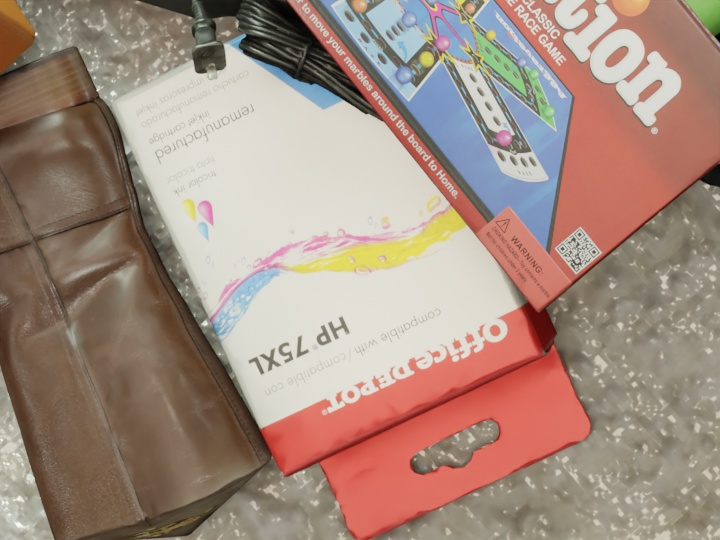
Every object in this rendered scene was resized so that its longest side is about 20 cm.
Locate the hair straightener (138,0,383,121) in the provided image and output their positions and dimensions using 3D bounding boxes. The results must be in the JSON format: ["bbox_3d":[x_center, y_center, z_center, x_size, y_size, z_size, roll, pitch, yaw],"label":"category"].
[{"bbox_3d":[-0.040,-0.087,0.808,0.199,0.077,0.041,26,140,-5],"label":"hair straightener"}]

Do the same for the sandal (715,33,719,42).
[{"bbox_3d":[0.179,-0.141,0.839,0.054,0.082,0.202,17,90,-13],"label":"sandal"}]

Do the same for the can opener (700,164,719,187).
[{"bbox_3d":[0.203,-0.031,0.807,0.199,0.079,0.064,16,120,-29],"label":"can opener"}]

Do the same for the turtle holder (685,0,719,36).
[{"bbox_3d":[0.094,-0.132,0.814,0.141,0.132,0.186,-39,94,4],"label":"turtle holder"}]

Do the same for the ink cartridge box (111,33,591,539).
[{"bbox_3d":[0.000,0.000,0.874,0.116,0.067,0.201,-26,89,9],"label":"ink cartridge box"}]

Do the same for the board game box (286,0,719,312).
[{"bbox_3d":[0.036,-0.096,0.742,0.103,0.019,0.200,-40,86,15],"label":"board game box"}]

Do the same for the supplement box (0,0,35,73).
[{"bbox_3d":[-0.207,-0.150,0.867,0.069,0.066,0.200,-41,64,10],"label":"supplement box"}]

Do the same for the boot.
[{"bbox_3d":[-0.151,0.036,0.906,0.185,0.064,0.201,-22,96,15],"label":"boot"}]
